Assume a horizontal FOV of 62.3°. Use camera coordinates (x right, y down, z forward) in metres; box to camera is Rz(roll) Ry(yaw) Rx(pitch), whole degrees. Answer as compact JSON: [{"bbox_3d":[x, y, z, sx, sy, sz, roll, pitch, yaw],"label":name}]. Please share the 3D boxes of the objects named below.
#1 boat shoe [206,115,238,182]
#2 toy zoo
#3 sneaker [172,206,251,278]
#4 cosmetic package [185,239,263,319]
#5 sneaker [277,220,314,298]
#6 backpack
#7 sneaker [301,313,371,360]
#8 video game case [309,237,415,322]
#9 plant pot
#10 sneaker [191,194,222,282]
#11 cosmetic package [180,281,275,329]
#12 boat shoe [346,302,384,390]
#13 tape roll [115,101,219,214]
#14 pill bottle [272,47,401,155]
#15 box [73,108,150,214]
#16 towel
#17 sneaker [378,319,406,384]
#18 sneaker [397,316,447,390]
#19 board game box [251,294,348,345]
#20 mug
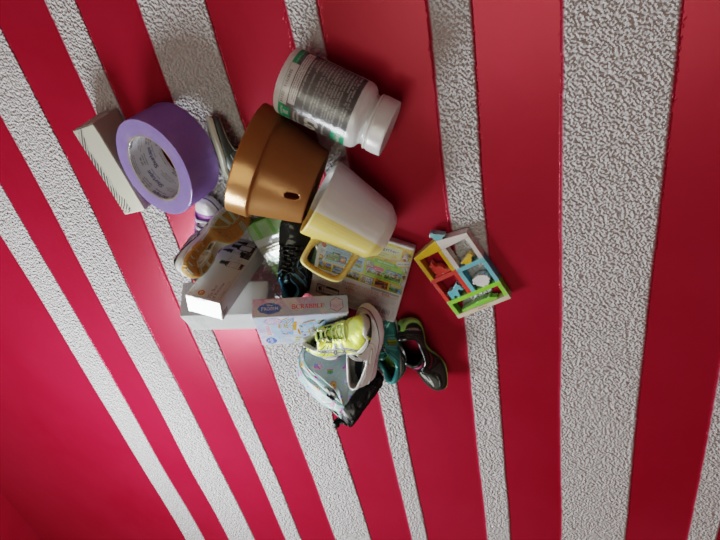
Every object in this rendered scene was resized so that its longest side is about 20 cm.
[{"bbox_3d":[-0.249,-0.215,1.187,0.073,0.061,0.204,27,139,62],"label":"boat shoe"},{"bbox_3d":[0.195,-0.002,1.181,0.130,0.021,0.201,-26,113,36],"label":"toy zoo"},{"bbox_3d":[-0.314,-0.073,1.238,0.087,0.201,0.076,10,140,47],"label":"sneaker"},{"bbox_3d":[-0.286,0.012,1.271,0.081,0.202,0.051,10,131,13],"label":"cosmetic package"},{"bbox_3d":[-0.137,-0.018,1.233,0.071,0.082,0.204,8,125,16],"label":"sneaker"},{"bbox_3d":[-0.056,0.243,1.394,0.198,0.167,0.128,35,139,13],"label":"backpack"},{"bbox_3d":[-0.048,0.141,1.219,0.075,0.077,0.199,11,150,-34],"label":"sneaker"},{"bbox_3d":[0.000,0.000,1.238,0.196,0.023,0.185,18,120,7],"label":"video game case"},{"bbox_3d":[-0.143,-0.178,1.073,0.137,0.202,0.202,21,132,-2],"label":"plant pot"},{"bbox_3d":[-0.341,-0.057,1.300,0.071,0.115,0.204,13,129,14],"label":"sneaker"},{"bbox_3d":[-0.296,0.081,1.348,0.195,0.083,0.113,-2,159,-2],"label":"cosmetic package"},{"bbox_3d":[0.004,0.168,1.266,0.072,0.065,0.204,19,122,33],"label":"boat shoe"},{"bbox_3d":[-0.382,-0.221,1.182,0.197,0.085,0.203,22,135,23],"label":"tape roll"},{"bbox_3d":[-0.038,-0.280,1.000,0.197,0.114,0.114,26,132,3],"label":"pill bottle"},{"bbox_3d":[-0.507,-0.227,1.259,0.067,0.083,0.203,-7,121,28],"label":"box"},{"bbox_3d":[-0.144,-0.040,1.293,0.147,0.031,0.202,-15,117,28],"label":"towel"},{"bbox_3d":[0.050,0.159,1.322,0.076,0.080,0.203,-16,109,30],"label":"sneaker"},{"bbox_3d":[0.129,0.199,1.321,0.076,0.084,0.202,-18,118,33],"label":"sneaker"},{"bbox_3d":[-0.125,0.110,1.281,0.194,0.042,0.201,-3,157,-5],"label":"board game box"},{"bbox_3d":[-0.024,-0.090,1.128,0.151,0.151,0.188,28,125,-12],"label":"mug"}]
